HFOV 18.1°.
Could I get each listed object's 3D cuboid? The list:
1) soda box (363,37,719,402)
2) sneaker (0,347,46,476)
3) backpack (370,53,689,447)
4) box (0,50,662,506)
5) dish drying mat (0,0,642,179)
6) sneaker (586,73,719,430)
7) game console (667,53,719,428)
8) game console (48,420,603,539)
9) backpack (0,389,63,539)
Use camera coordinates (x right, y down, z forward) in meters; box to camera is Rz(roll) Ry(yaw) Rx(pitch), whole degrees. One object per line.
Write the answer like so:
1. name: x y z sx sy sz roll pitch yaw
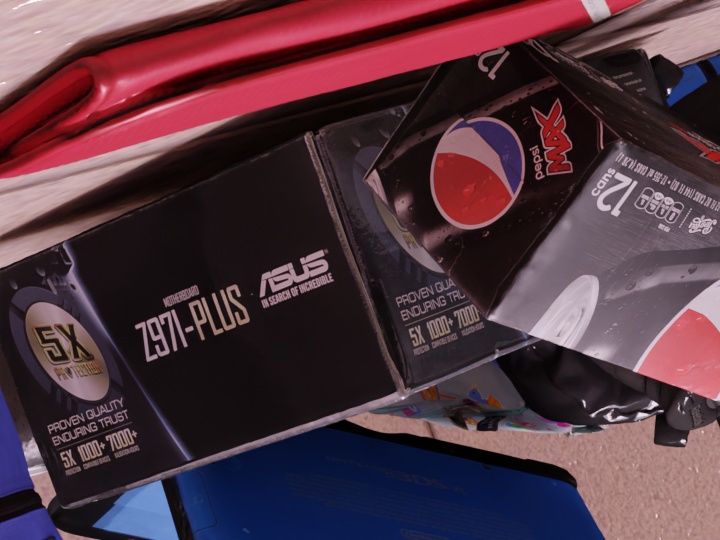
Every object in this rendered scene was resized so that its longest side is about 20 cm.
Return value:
1. soda box: 0.094 -0.008 0.689 0.200 0.071 0.063 19 113 -49
2. sneaker: -0.090 0.015 0.934 0.199 0.075 0.115 -31 176 -15
3. backpack: 0.061 -0.002 1.004 0.126 0.168 0.200 1 173 -23
4. box: 0.000 0.000 0.792 0.163 0.087 0.200 -20 179 40
5. dish drying mat: 0.004 -0.055 0.543 0.199 0.018 0.077 -20 179 -36
6. sneaker: 0.142 -0.043 0.868 0.201 0.091 0.076 -60 150 -1
7. game console: 0.214 -0.016 1.244 0.170 0.201 0.118 -20 178 -23
8. game console: -0.010 0.126 0.926 0.199 0.119 0.171 14 -154 -24
9. backpack: -0.157 0.105 0.574 0.167 0.201 0.162 -21 177 19
